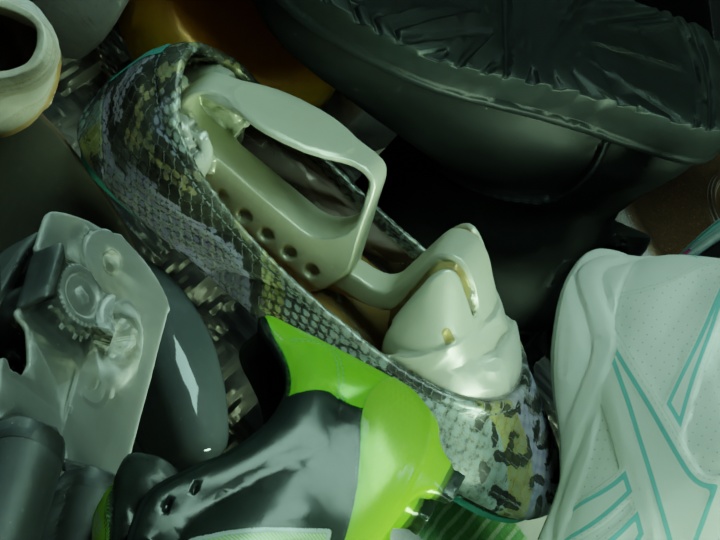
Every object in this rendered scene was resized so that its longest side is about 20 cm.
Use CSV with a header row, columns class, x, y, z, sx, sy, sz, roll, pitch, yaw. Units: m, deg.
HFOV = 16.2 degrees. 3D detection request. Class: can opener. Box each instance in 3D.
class,x,y,z,sx,sy,sz,roll,pitch,yaw
can opener,-0.102,0.071,0.718,0.053,0.067,0.201,41,46,-33
can opener,-0.050,0.095,0.782,0.052,0.066,0.201,-13,69,-43

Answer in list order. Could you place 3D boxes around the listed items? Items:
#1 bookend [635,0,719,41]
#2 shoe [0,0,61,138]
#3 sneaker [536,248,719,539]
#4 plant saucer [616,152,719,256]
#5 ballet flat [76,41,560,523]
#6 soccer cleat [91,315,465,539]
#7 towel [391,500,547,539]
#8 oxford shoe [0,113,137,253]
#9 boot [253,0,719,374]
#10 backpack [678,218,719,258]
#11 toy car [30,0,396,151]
class,x,y,z,sx,sy,sz,roll,pitch,yaw
bookend,0.091,-0.155,1.051,0.092,0.198,0.202,-7,88,-42
shoe,-0.185,-0.080,0.749,0.198,0.053,0.071,8,91,-12
sneaker,0.098,0.087,0.801,0.070,0.080,0.202,35,58,-58
plant saucer,0.161,-0.012,1.068,0.199,0.032,0.201,21,45,-22
ballet flat,0.000,0.000,0.802,0.200,0.072,0.072,41,40,-4
soccer cleat,-0.048,0.101,0.673,0.081,0.068,0.200,34,59,-1
towel,0.038,0.134,0.805,0.153,0.023,0.200,54,30,-12
oxford shoe,-0.150,-0.049,0.828,0.200,0.071,0.071,41,5,-13
boot,0.019,-0.038,0.873,0.197,0.163,0.074,17,47,-24
backpack,0.179,0.067,0.903,0.200,0.178,0.151,39,18,2
toy car,-0.033,-0.153,0.943,0.174,0.150,0.201,17,46,-26
